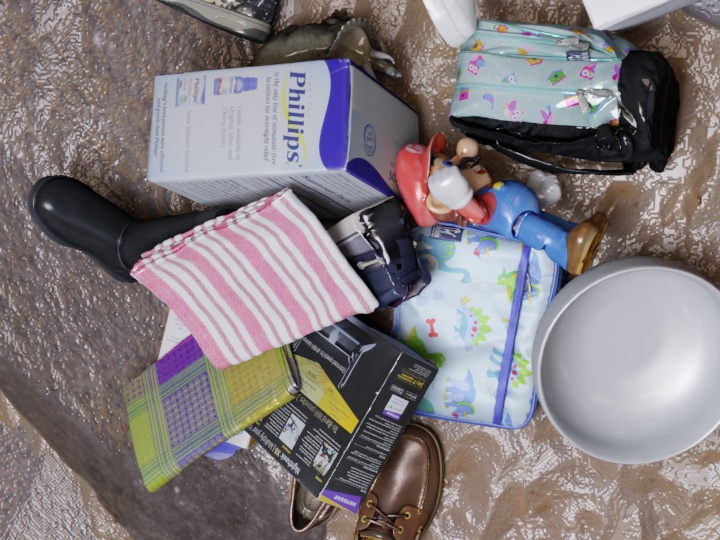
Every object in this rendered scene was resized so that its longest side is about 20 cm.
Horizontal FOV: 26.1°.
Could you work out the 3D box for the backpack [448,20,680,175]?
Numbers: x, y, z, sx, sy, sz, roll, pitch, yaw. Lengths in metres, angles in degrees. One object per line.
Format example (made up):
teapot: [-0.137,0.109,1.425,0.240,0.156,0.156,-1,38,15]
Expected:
backpack: [0.183,-0.161,1.419,0.200,0.167,0.127,10,85,21]

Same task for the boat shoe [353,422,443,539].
boat shoe: [0.032,0.252,1.558,0.072,0.068,0.200,19,103,12]

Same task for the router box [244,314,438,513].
router box: [-0.032,0.116,1.487,0.157,0.052,0.200,-60,37,4]

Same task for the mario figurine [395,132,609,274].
mario figurine: [0.127,-0.075,1.406,0.200,0.123,0.106,23,72,12]

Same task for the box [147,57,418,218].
box: [-0.067,-0.117,1.452,0.200,0.184,0.105,-1,80,22]

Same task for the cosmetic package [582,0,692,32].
cosmetic package: [0.232,-0.320,1.345,0.123,0.200,0.199,-21,92,15]

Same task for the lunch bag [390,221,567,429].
lunch bag: [0.114,0.047,1.499,0.161,0.082,0.200,13,103,11]

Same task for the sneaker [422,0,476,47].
sneaker: [0.099,-0.308,1.384,0.116,0.074,0.200,-16,86,19]

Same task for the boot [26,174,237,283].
boot: [-0.200,-0.039,1.492,0.200,0.165,0.066,4,67,42]

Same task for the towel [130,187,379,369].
towel: [-0.098,0.014,1.430,0.200,0.030,0.146,-22,120,33]

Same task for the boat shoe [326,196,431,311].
boat shoe: [0.000,0.000,1.474,0.075,0.200,0.093,-25,88,-20]

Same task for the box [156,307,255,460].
box: [-0.146,0.091,1.600,0.119,0.041,0.200,18,105,13]

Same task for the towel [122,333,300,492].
towel: [-0.146,0.116,1.531,0.200,0.023,0.144,-35,47,17]

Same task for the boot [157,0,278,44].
boot: [-0.150,-0.326,1.524,0.204,0.073,0.154,27,97,16]

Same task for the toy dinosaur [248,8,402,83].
toy dinosaur: [-0.054,-0.211,1.494,0.200,0.102,0.077,-3,97,15]

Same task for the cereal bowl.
cereal bowl: [0.252,0.074,1.445,0.200,0.083,0.200,-3,112,-7]

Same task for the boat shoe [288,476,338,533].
boat shoe: [-0.029,0.172,1.560,0.072,0.072,0.200,25,104,11]
